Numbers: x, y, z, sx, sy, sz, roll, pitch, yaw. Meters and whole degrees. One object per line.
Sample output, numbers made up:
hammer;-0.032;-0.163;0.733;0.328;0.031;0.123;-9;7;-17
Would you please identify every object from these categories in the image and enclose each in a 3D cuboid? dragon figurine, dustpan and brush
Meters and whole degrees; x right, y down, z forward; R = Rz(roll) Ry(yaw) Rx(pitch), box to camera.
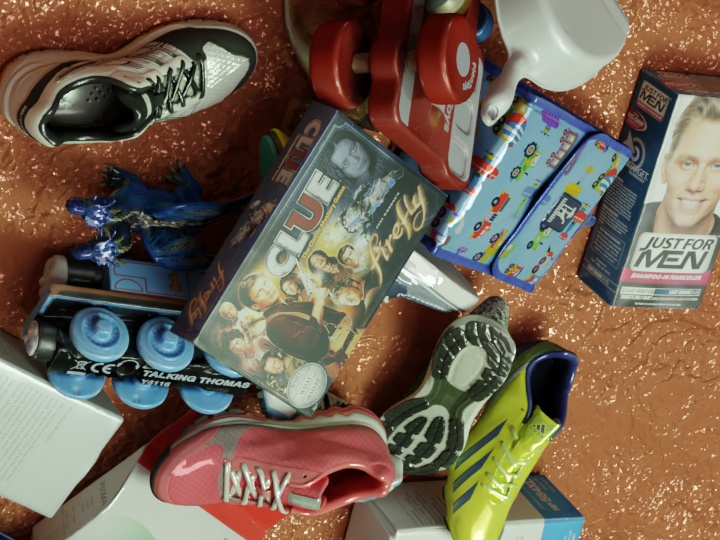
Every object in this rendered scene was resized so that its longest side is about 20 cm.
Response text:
dragon figurine;-0.139;-0.037;1.559;0.199;0.099;0.059;3;116;-30
dustpan and brush;0.136;-0.178;1.590;0.057;0.200;0.140;-23;117;32

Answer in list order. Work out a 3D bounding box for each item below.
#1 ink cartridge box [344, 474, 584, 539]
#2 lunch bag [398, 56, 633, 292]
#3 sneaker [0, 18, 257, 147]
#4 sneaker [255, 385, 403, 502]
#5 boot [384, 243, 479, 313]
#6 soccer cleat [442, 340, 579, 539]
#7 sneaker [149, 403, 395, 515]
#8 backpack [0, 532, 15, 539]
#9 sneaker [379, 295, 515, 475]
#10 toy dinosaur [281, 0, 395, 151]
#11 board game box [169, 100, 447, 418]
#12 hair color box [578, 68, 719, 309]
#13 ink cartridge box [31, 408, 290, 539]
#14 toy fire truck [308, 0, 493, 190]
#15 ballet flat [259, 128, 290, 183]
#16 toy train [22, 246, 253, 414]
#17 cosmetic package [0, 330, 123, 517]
ink cartridge box;0.084;0.267;1.862;0.199;0.084;0.146;1;117;-28
lunch bag;0.130;-0.070;1.707;0.200;0.094;0.151;23;103;-48
sneaker;-0.159;-0.126;1.506;0.199;0.088;0.076;-16;122;-21
sneaker;-0.028;0.126;1.722;0.072;0.072;0.200;-20;137;18
boot;0.000;0.000;1.682;0.200;0.073;0.090;33;105;-29
soccer cleat;0.131;0.150;1.776;0.065;0.084;0.201;34;69;-32
sneaker;-0.065;0.157;1.633;0.199;0.087;0.074;-8;124;-17
backpack;-0.324;0.311;1.616;0.183;0.147;0.200;33;118;-30
sneaker;0.079;0.098;1.769;0.077;0.089;0.200;35;126;-3
toy dinosaur;-0.020;-0.143;1.604;0.200;0.060;0.106;37;85;-25
board game box;-0.036;-0.007;1.537;0.135;0.035;0.200;34;85;-40
hair color box;0.268;-0.068;1.785;0.100;0.061;0.201;1;116;-29
ink cartridge box;-0.145;0.210;1.699;0.200;0.050;0.161;-35;130;17
toy fire truck;0.050;-0.178;1.561;0.168;0.112;0.201;37;56;-59
ballet flat;-0.038;-0.019;1.592;0.067;0.067;0.201;-11;115;-18
toy train;-0.161;0.041;1.583;0.199;0.115;0.087;8;144;-24
cosmetic package;-0.292;0.099;1.572;0.200;0.071;0.102;32;99;-37
